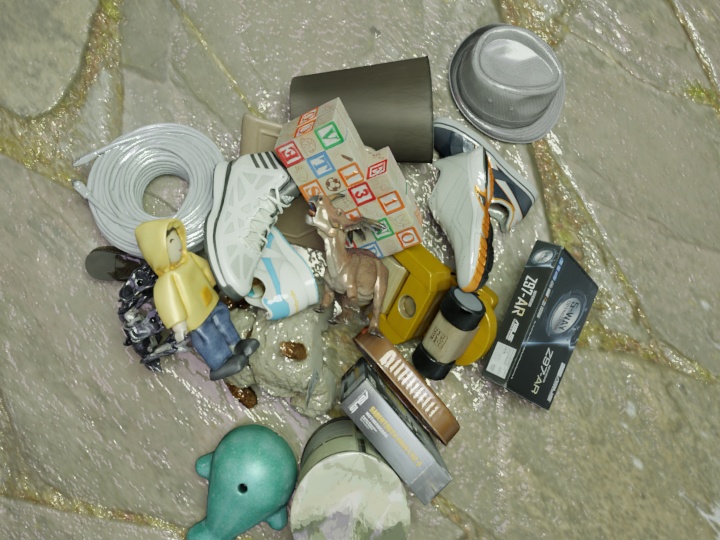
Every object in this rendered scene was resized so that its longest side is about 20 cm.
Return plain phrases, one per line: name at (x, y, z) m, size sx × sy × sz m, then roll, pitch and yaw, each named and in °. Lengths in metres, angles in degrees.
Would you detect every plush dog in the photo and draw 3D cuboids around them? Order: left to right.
plush dog at (-0.133, 0.112, 0.797) m, size 0.166 × 0.160 × 0.208 m, roll -4°, pitch 87°, yaw 20°

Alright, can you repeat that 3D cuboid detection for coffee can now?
coffee can at (-0.016, 0.290, 0.752) m, size 0.141 × 0.200 × 0.152 m, roll 0°, pitch 87°, yaw -2°

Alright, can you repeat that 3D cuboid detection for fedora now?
fedora at (0.233, -0.295, 0.854) m, size 0.195 × 0.090 × 0.181 m, roll 25°, pitch 86°, yaw -2°

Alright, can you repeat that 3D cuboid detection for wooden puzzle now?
wooden puzzle at (-0.081, -0.115, 0.807) m, size 0.194 × 0.038 × 0.189 m, roll 17°, pitch 130°, yaw 0°

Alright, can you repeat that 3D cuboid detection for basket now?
basket at (0.003, -0.223, 0.813) m, size 0.192 × 0.183 × 0.139 m, roll -3°, pitch 128°, yaw 4°

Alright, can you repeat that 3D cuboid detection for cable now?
cable at (-0.280, -0.110, 0.806) m, size 0.198 × 0.069 × 0.202 m, roll -35°, pitch 78°, yaw -17°

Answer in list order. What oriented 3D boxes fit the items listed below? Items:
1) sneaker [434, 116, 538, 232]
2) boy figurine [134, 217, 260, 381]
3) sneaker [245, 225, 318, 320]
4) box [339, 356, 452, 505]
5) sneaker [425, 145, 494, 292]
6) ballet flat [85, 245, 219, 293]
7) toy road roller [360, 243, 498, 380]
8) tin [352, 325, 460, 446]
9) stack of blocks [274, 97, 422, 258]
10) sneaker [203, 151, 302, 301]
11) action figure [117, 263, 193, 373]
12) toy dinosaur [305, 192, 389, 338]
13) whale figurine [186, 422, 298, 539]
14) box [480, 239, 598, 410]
sneaker at (0.171, -0.141, 0.849) m, size 0.198 × 0.078 × 0.080 m, roll 38°, pitch 80°, yaw -2°
boy figurine at (-0.198, 0.026, 0.686) m, size 0.063 × 0.125 × 0.205 m, roll -17°, pitch 108°, yaw 26°
sneaker at (-0.136, -0.007, 0.776) m, size 0.079 × 0.199 × 0.079 m, roll -25°, pitch 129°, yaw -24°
box at (0.040, 0.202, 0.761) m, size 0.048 × 0.200 × 0.159 m, roll -42°, pitch 89°, yaw -1°
sneaker at (0.133, -0.067, 0.776) m, size 0.089 × 0.076 × 0.207 m, roll -5°, pitch 66°, yaw 25°
ballet flat at (-0.299, 0.001, 0.834) m, size 0.193 × 0.047 × 0.070 m, roll 10°, pitch 106°, yaw -6°
toy road roller at (0.109, 0.047, 0.818) m, size 0.200 × 0.144 × 0.125 m, roll 44°, pitch 121°, yaw 28°
tin at (0.065, 0.161, 0.809) m, size 0.042 × 0.112 × 0.201 m, roll -41°, pitch 90°, yaw -5°
stack of blocks at (-0.008, -0.110, 0.727) m, size 0.112 × 0.060 × 0.202 m, roll -18°, pitch 126°, yaw 21°
sneaker at (-0.128, -0.069, 0.710) m, size 0.112 × 0.076 × 0.207 m, roll -16°, pitch 61°, yaw 18°
action figure at (-0.275, 0.067, 0.770) m, size 0.100 × 0.200 × 0.121 m, roll -24°, pitch 81°, yaw -26°
toy dinosaur at (0.000, 0.000, 0.729) m, size 0.083 × 0.200 × 0.140 m, roll 8°, pitch 70°, yaw 28°
whale figurine at (-0.171, 0.316, 0.790) m, size 0.157 × 0.104 × 0.203 m, roll 34°, pitch 90°, yaw 2°
box at (0.260, 0.083, 0.812) m, size 0.159 × 0.043 × 0.205 m, roll 31°, pitch 82°, yaw -45°
